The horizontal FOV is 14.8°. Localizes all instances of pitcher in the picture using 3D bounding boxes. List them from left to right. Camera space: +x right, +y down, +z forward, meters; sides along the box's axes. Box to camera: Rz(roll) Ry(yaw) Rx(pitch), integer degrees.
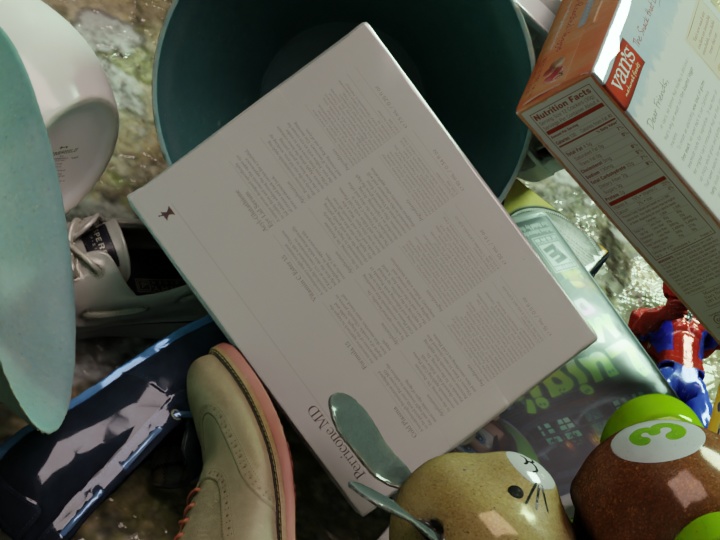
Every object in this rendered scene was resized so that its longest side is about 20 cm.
[{"bbox_3d":[-0.213,-0.114,1.518,0.200,0.121,0.171,35,30,25],"label":"pitcher"}]

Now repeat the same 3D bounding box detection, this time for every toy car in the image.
[{"bbox_3d":[0.076,0.117,1.324,0.200,0.158,0.164,27,15,-18],"label":"toy car"}]

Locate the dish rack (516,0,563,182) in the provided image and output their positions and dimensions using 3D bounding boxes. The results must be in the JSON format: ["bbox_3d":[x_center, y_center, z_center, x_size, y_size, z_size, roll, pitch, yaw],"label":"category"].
[{"bbox_3d":[0.077,-0.133,1.582,0.172,0.200,0.044,44,74,-8],"label":"dish rack"}]

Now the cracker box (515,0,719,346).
[{"bbox_3d":[0.177,-0.063,1.467,0.200,0.058,0.134,48,40,-20],"label":"cracker box"}]

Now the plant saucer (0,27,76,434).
[{"bbox_3d":[-0.180,-0.019,1.337,0.039,0.201,0.201,-9,49,6],"label":"plant saucer"}]

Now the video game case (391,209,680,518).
[{"bbox_3d":[0.072,0.057,1.508,0.200,0.023,0.182,-14,60,-37],"label":"video game case"}]

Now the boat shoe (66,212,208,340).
[{"bbox_3d":[-0.143,0.002,1.480,0.199,0.066,0.072,3,51,-26],"label":"boat shoe"}]

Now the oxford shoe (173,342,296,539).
[{"bbox_3d":[-0.066,0.123,1.340,0.075,0.071,0.200,-10,55,-9],"label":"oxford shoe"}]

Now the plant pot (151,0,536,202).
[{"bbox_3d":[-0.010,-0.092,1.500,0.199,0.135,0.201,0,89,-1],"label":"plant pot"}]

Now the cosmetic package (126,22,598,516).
[{"bbox_3d":[0.000,0.000,1.405,0.151,0.052,0.200,-36,90,-6],"label":"cosmetic package"}]

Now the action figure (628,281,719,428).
[{"bbox_3d":[0.196,0.057,1.599,0.065,0.099,0.200,18,42,-14],"label":"action figure"}]

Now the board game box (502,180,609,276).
[{"bbox_3d":[0.030,-0.030,1.617,0.200,0.035,0.135,39,44,8],"label":"board game box"}]

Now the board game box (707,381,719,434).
[{"bbox_3d":[0.234,0.120,1.513,0.057,0.166,0.200,0,40,20],"label":"board game box"}]

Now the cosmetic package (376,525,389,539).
[{"bbox_3d":[0.002,0.206,1.386,0.082,0.051,0.200,36,43,9],"label":"cosmetic package"}]

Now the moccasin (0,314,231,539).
[{"bbox_3d":[-0.108,0.087,1.429,0.200,0.081,0.068,-34,76,-29],"label":"moccasin"}]
